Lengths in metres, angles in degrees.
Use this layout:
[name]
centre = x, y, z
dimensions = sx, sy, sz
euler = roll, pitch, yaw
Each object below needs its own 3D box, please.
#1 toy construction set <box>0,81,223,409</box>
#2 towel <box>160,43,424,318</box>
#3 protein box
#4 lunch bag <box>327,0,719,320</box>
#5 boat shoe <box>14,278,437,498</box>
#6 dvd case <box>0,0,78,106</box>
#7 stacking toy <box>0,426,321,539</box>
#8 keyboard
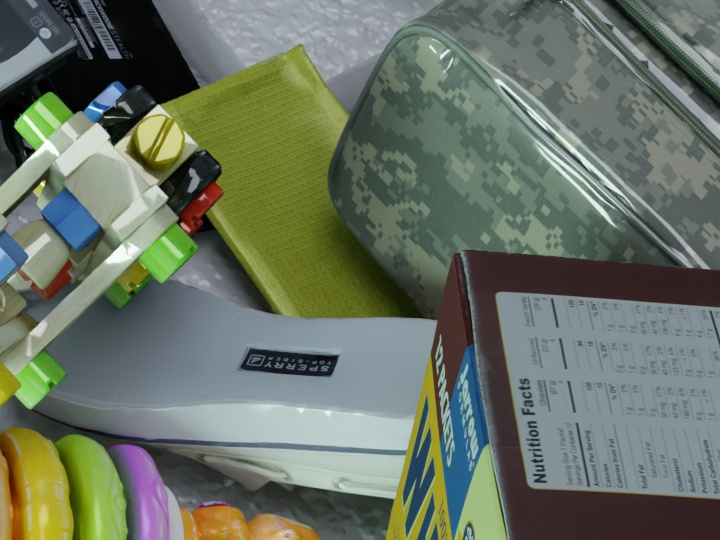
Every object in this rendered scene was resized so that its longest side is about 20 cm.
[toy construction set]
centre = -0.117, -0.007, 0.842
dimensions = 0.131, 0.200, 0.092
euler = -45, 106, -14
[towel]
centre = 0.000, 0.000, 0.942
dimensions = 0.086, 0.018, 0.200
euler = -25, 71, -34
[protein box]
centre = 0.116, 0.117, 0.786
dimensions = 0.199, 0.199, 0.135
euler = 5, 39, -9
[lunch bag]
centre = 0.109, -0.037, 0.912
dimensions = 0.200, 0.140, 0.168
euler = 45, 51, 15
[boat shoe]
centre = -0.039, 0.053, 0.884
dimensions = 0.199, 0.070, 0.071
euler = 4, 42, 19
[dvd case]
centre = -0.223, -0.088, 0.861
dimensions = 0.200, 0.025, 0.150
euler = -37, 84, -30
[stacking toy]
centre = -0.103, 0.097, 0.838
dimensions = 0.199, 0.116, 0.110
euler = 3, 61, -23
[keyboard]
centre = -0.126, -0.089, 0.982
dimensions = 0.104, 0.040, 0.200
euler = -7, 57, -42
